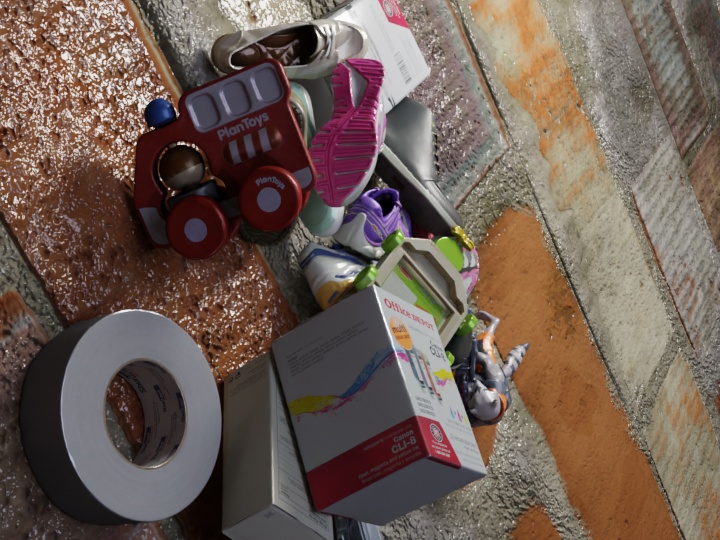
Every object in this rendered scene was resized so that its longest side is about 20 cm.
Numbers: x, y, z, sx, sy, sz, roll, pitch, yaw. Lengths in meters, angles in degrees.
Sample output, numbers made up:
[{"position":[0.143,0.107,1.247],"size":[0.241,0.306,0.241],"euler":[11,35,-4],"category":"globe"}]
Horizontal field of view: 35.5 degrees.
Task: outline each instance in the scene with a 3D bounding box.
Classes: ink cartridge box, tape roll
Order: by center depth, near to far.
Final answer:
[{"position":[-0.227,0.142,1.086],"size":[0.199,0.066,0.203],"euler":[22,61,-47],"category":"tape roll"},{"position":[0.018,0.145,1.202],"size":[0.145,0.144,0.202],"euler":[28,37,-55],"category":"ink cartridge box"},{"position":[-0.007,-0.277,1.494],"size":[0.200,0.083,0.146],"euler":[-46,115,-48],"category":"ink cartridge box"}]

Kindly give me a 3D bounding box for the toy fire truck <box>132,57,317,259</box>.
[{"position":[-0.148,-0.113,1.179],"size":[0.112,0.198,0.170],"euler":[-72,142,-79],"category":"toy fire truck"}]

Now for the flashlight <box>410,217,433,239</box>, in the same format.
[{"position":[0.095,-0.022,1.561],"size":[0.068,0.067,0.203],"euler":[10,72,-56],"category":"flashlight"}]

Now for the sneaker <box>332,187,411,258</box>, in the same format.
[{"position":[0.033,-0.066,1.436],"size":[0.080,0.084,0.200],"euler":[31,13,10],"category":"sneaker"}]

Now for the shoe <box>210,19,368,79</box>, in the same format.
[{"position":[-0.077,-0.261,1.343],"size":[0.198,0.053,0.071],"euler":[-11,104,-20],"category":"shoe"}]

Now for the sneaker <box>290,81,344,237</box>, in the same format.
[{"position":[-0.092,-0.134,1.343],"size":[0.118,0.073,0.203],"euler":[-3,71,-59],"category":"sneaker"}]

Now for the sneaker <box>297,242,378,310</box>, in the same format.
[{"position":[0.000,0.000,1.418],"size":[0.199,0.075,0.089],"euler":[9,42,-58],"category":"sneaker"}]

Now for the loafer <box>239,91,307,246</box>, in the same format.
[{"position":[-0.092,-0.116,1.276],"size":[0.075,0.202,0.068],"euler":[18,36,0],"category":"loafer"}]

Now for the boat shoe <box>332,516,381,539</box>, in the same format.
[{"position":[-0.032,0.259,1.295],"size":[0.070,0.072,0.202],"euler":[-23,97,-19],"category":"boat shoe"}]

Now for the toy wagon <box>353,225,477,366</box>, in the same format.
[{"position":[0.077,0.024,1.371],"size":[0.155,0.039,0.200],"euler":[48,51,-14],"category":"toy wagon"}]

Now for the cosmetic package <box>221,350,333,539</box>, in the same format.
[{"position":[-0.089,0.198,1.191],"size":[0.103,0.073,0.201],"euler":[43,28,-35],"category":"cosmetic package"}]

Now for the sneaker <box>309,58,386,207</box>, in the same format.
[{"position":[-0.006,-0.152,1.337],"size":[0.089,0.080,0.202],"euler":[77,24,-57],"category":"sneaker"}]

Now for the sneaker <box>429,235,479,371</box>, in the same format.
[{"position":[0.104,0.048,1.468],"size":[0.079,0.087,0.202],"euler":[13,58,-3],"category":"sneaker"}]

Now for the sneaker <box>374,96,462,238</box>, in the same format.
[{"position":[0.090,-0.142,1.521],"size":[0.106,0.075,0.200],"euler":[-42,93,-22],"category":"sneaker"}]

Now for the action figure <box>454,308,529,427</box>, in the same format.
[{"position":[0.179,0.131,1.557],"size":[0.194,0.103,0.202],"euler":[-68,161,-60],"category":"action figure"}]
